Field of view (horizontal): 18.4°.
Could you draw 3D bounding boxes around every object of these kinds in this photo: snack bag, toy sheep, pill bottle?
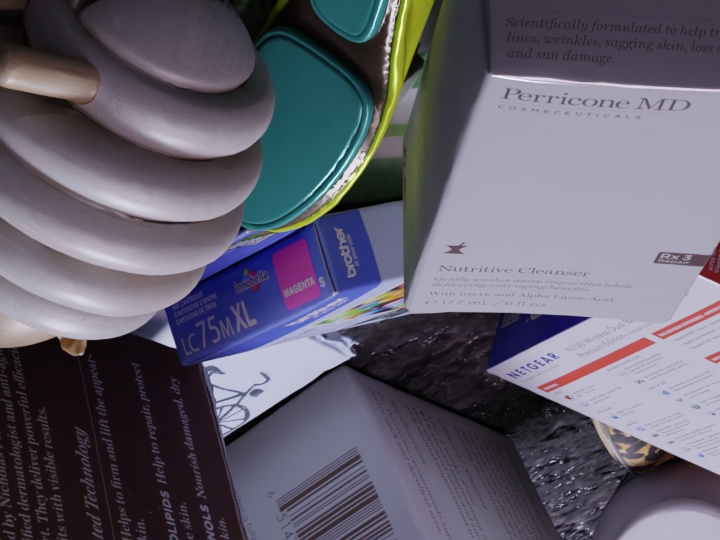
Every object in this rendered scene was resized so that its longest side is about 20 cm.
[{"bbox_3d":[-0.122,0.060,1.073,0.200,0.021,0.188,-33,151,16],"label":"snack bag"},{"bbox_3d":[-0.098,-0.049,0.806,0.138,0.138,0.200,5,133,-42],"label":"toy sheep"},{"bbox_3d":[0.194,0.166,1.295,0.120,0.120,0.200,-32,177,12],"label":"pill bottle"}]

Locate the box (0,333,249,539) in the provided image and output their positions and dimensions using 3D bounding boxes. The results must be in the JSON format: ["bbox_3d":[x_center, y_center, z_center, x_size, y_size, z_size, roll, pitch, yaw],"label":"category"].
[{"bbox_3d":[-0.174,0.120,0.943,0.200,0.164,0.166,19,129,-36],"label":"box"}]

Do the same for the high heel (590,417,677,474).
[{"bbox_3d":[0.204,0.056,1.257,0.142,0.072,0.200,-27,168,16],"label":"high heel"}]

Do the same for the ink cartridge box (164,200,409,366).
[{"bbox_3d":[0.000,0.000,0.982,0.200,0.042,0.119,-9,169,-41],"label":"ink cartridge box"}]

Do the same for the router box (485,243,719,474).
[{"bbox_3d":[0.187,0.040,1.097,0.179,0.049,0.200,24,156,-17],"label":"router box"}]

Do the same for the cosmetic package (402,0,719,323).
[{"bbox_3d":[0.080,-0.055,0.800,0.112,0.081,0.200,2,158,-4],"label":"cosmetic package"}]

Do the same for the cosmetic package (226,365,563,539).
[{"bbox_3d":[0.009,0.181,1.222,0.166,0.168,0.200,-36,149,17],"label":"cosmetic package"}]

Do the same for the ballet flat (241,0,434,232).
[{"bbox_3d":[0.002,-0.093,0.827,0.067,0.067,0.200,-32,156,-41],"label":"ballet flat"}]

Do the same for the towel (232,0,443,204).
[{"bbox_3d":[0.014,-0.099,0.893,0.152,0.023,0.200,-7,143,-22],"label":"towel"}]
